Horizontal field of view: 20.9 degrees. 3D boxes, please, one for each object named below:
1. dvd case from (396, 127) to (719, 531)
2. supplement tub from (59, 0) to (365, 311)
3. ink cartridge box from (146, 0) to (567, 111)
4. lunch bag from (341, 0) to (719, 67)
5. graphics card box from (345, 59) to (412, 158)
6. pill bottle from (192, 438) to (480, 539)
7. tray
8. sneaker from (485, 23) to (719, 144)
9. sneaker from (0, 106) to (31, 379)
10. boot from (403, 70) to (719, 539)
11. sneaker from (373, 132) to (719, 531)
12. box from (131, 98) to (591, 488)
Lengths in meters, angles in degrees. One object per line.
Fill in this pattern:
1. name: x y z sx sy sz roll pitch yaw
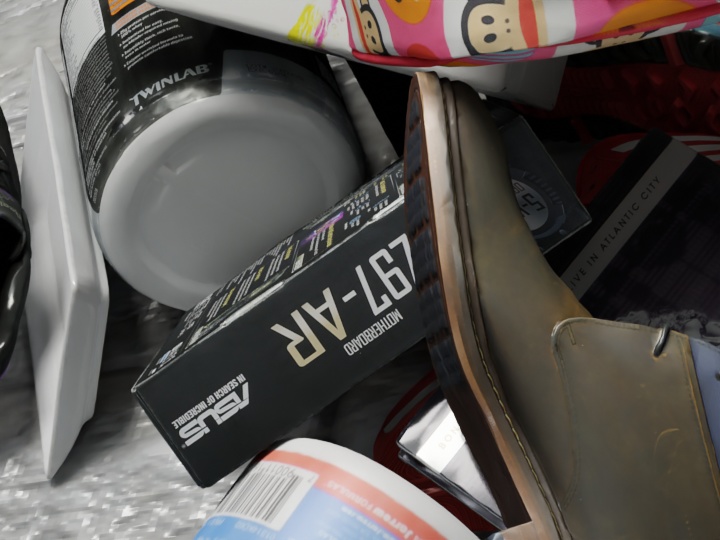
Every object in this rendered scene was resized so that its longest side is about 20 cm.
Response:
1. dvd case: 0.132 0.056 0.633 0.200 0.016 0.149 34 74 25
2. supplement tub: -0.074 -0.084 0.900 0.122 0.123 0.200 -27 38 7
3. ink cartridge box: -0.009 -0.144 0.771 0.199 0.068 0.116 17 95 22
4. lunch bag: 0.097 -0.115 0.621 0.199 0.082 0.176 -16 14 -17
5. graphics card box: -0.006 -0.153 0.926 0.051 0.126 0.200 -26 38 5
6. pill bottle: -0.041 0.163 0.625 0.112 0.112 0.200 13 57 42
7. tray: -0.138 -0.009 0.898 0.022 0.108 0.200 1 36 -16
8. sneaker: 0.135 -0.101 0.813 0.199 0.080 0.096 19 58 44
9. sneaker: -0.178 -0.022 0.910 0.087 0.075 0.201 -38 45 42
10. boot: 0.073 0.030 0.600 0.096 0.201 0.075 -12 -6 -5
11. sneaker: 0.086 0.018 0.742 0.199 0.079 0.116 -27 26 -4
12. box: 0.000 0.000 0.734 0.160 0.044 0.200 -35 5 3
